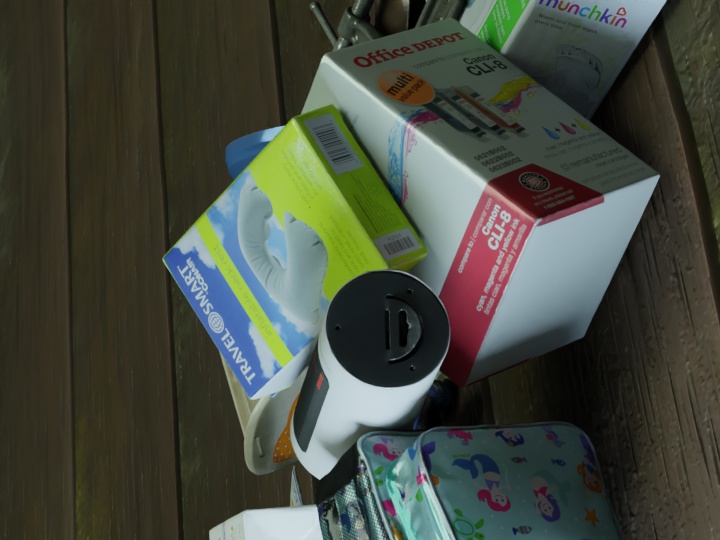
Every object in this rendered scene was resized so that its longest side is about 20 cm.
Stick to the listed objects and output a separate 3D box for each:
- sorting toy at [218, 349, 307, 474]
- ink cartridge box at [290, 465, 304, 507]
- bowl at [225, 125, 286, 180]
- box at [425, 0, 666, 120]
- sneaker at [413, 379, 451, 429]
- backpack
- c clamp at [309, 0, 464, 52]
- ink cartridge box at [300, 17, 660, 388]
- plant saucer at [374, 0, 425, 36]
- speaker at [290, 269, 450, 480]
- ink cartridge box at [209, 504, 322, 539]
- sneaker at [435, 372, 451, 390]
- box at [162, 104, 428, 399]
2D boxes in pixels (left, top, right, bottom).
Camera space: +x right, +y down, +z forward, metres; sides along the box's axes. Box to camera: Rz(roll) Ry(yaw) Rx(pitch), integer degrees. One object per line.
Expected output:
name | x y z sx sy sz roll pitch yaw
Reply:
sorting toy | -0.062 0.029 1.938 0.200 0.106 0.180 -111 16 -52
ink cartridge box | -0.024 0.284 1.809 0.197 0.043 0.200 -108 20 -51
bowl | -0.003 -0.078 1.820 0.201 0.200 0.040 160 108 -63
box | 0.131 -0.214 1.713 0.200 0.096 0.177 -98 28 -42
sneaker | 0.047 0.165 1.736 0.075 0.078 0.201 62 -165 -74
backpack | 0.080 0.195 1.512 0.151 0.177 0.201 -41 56 50
c clamp | 0.025 -0.219 1.774 0.200 0.027 0.171 -60 40 35
ink cartridge box | 0.064 -0.050 1.598 0.200 0.145 0.145 39 127 26
plant saucer | 0.037 -0.228 1.895 0.200 0.032 0.201 5 -90 -83
speaker | 0.005 0.073 1.546 0.200 0.081 0.081 109 164 -66
ink cartridge box | -0.064 0.236 1.726 0.200 0.067 0.117 135 130 -74
sneaker | 0.013 0.045 1.873 0.200 0.076 0.076 -117 43 -58
box | -0.052 -0.004 1.588 0.122 0.048 0.200 57 134 12
